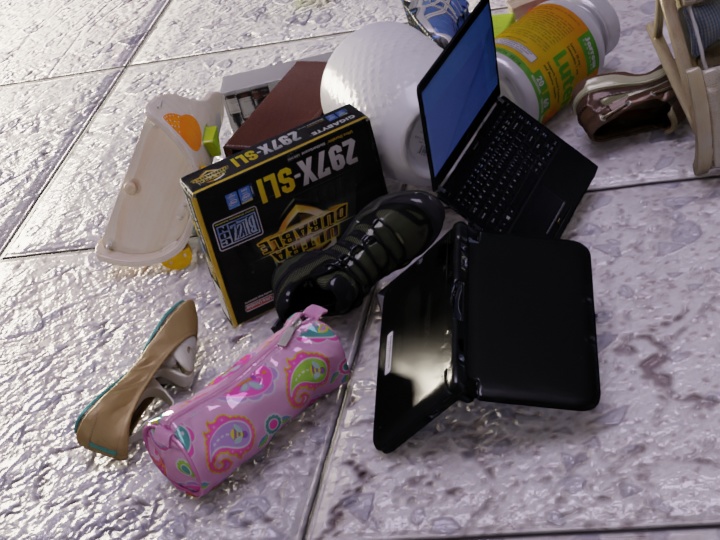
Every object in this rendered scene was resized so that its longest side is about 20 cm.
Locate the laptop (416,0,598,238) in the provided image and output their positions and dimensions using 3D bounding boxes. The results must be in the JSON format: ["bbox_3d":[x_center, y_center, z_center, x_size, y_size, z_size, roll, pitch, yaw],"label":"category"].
[{"bbox_3d":[0.148,-0.135,1.407,0.199,0.104,0.178,36,49,-1],"label":"laptop"}]

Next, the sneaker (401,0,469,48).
[{"bbox_3d":[0.101,-0.302,1.753,0.076,0.076,0.201,-20,32,3],"label":"sneaker"}]

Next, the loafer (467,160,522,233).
[{"bbox_3d":[0.159,-0.087,1.490,0.067,0.071,0.201,4,37,26],"label":"loafer"}]

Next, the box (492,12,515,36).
[{"bbox_3d":[0.115,-0.251,1.786,0.120,0.048,0.201,-1,35,24],"label":"box"}]

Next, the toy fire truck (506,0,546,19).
[{"bbox_3d":[0.242,-0.350,1.881,0.139,0.049,0.200,6,39,32],"label":"toy fire truck"}]

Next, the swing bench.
[{"bbox_3d":[0.412,-0.227,1.467,0.196,0.130,0.203,-14,63,3],"label":"swing bench"}]

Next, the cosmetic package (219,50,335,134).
[{"bbox_3d":[-0.067,-0.214,1.783,0.197,0.083,0.051,-12,34,7],"label":"cosmetic package"}]

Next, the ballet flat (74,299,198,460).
[{"bbox_3d":[-0.195,0.108,1.377,0.062,0.069,0.201,27,48,11],"label":"ballet flat"}]

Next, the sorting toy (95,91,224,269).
[{"bbox_3d":[-0.198,-0.115,1.620,0.106,0.201,0.181,25,34,-3],"label":"sorting toy"}]

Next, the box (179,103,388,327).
[{"bbox_3d":[-0.068,-0.056,1.462,0.198,0.161,0.049,-24,31,-15],"label":"box"}]

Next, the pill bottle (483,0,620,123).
[{"bbox_3d":[0.212,-0.243,1.668,0.110,0.112,0.199,17,45,42],"label":"pill bottle"}]

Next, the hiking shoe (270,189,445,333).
[{"bbox_3d":[0.000,0.000,1.400,0.199,0.076,0.101,-33,26,18],"label":"hiking shoe"}]

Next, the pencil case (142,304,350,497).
[{"bbox_3d":[-0.098,0.114,1.285,0.199,0.088,0.087,-37,37,-29],"label":"pencil case"}]

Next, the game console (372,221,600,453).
[{"bbox_3d":[0.108,0.066,1.276,0.176,0.116,0.202,-43,27,35],"label":"game console"}]

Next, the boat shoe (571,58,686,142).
[{"bbox_3d":[0.334,-0.179,1.569,0.199,0.075,0.076,-13,54,5],"label":"boat shoe"}]

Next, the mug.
[{"bbox_3d":[0.071,-0.157,1.545,0.148,0.199,0.176,-54,32,9],"label":"mug"}]

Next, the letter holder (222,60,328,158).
[{"bbox_3d":[-0.043,-0.148,1.652,0.140,0.102,0.201,4,37,26],"label":"letter holder"}]

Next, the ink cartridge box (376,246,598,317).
[{"bbox_3d":[0.117,0.033,1.362,0.198,0.037,0.094,20,47,41],"label":"ink cartridge box"}]
